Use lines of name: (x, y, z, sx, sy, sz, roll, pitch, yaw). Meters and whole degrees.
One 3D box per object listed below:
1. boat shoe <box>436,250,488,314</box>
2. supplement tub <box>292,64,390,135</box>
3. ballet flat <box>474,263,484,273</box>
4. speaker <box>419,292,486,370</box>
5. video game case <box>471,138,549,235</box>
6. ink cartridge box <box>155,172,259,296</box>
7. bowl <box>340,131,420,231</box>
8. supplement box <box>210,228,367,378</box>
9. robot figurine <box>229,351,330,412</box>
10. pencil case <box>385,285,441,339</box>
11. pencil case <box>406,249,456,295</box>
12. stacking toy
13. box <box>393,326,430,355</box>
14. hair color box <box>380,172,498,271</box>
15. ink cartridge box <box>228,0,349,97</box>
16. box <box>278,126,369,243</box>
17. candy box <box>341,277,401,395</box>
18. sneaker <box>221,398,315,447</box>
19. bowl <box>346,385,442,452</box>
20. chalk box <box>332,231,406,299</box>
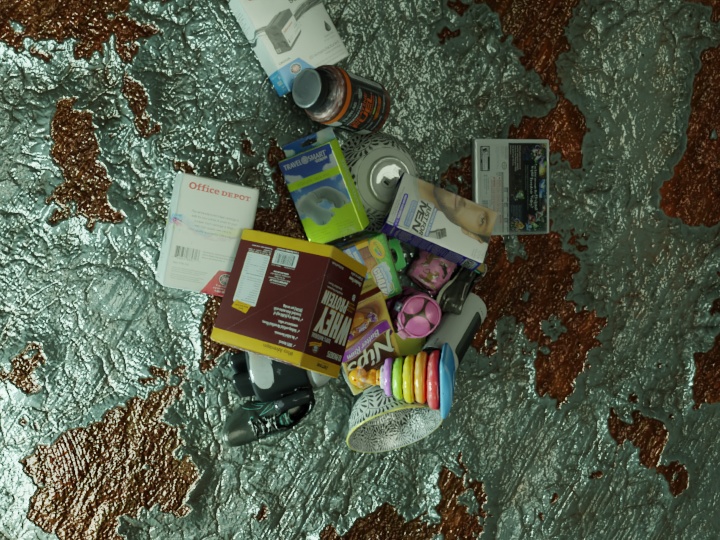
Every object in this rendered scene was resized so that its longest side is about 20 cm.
boat shoe: (0.223, 0.022, 1.653, 0.056, 0.068, 0.200, 26, 49, 21)
supplement tub: (-0.038, -0.320, 1.510, 0.198, 0.106, 0.109, 2, 94, -52)
ballet flat: (0.177, -0.075, 1.579, 0.199, 0.069, 0.063, 38, 101, -1)
speaker: (0.187, 0.128, 1.623, 0.082, 0.080, 0.200, 56, 40, -14)
video game case: (0.321, -0.178, 1.727, 0.178, 0.023, 0.204, -2, 94, -18)
ink cartridge box: (-0.281, -0.065, 1.472, 0.143, 0.144, 0.204, 12, 91, -19)
bowl: (0.045, -0.177, 1.599, 0.197, 0.094, 0.205, -2, 95, -18)
supplement box: (-0.121, 0.057, 1.398, 0.132, 0.194, 0.204, 30, 74, -59)
robot figurine: (-0.146, 0.178, 1.536, 0.196, 0.125, 0.153, -15, 94, 0)
pencil case: (0.092, 0.081, 1.579, 0.090, 0.200, 0.094, 35, 89, -6)
pencil case: (0.175, -0.048, 1.655, 0.082, 0.086, 0.202, 35, 85, -24)
stacking toy: (0.075, 0.200, 1.496, 0.196, 0.110, 0.118, 0, 110, 10)
box: (0.039, 0.144, 1.631, 0.196, 0.075, 0.051, 1, 96, -19)
hair color box: (0.148, -0.091, 1.522, 0.197, 0.065, 0.111, 22, 73, -6)
ink cartridge box: (-0.135, -0.456, 1.524, 0.144, 0.084, 0.202, -33, 103, -13)
box: (-0.074, -0.159, 1.556, 0.120, 0.048, 0.203, -17, 102, 23)
candy box: (0.005, 0.127, 1.521, 0.115, 0.057, 0.202, -25, 127, -9)
sneaker: (-0.177, 0.284, 1.568, 0.198, 0.079, 0.076, -27, 102, -13)
bowl: (0.059, 0.276, 1.608, 0.197, 0.202, 0.095, -4, 56, -18)
chalk box: (0.000, 0.000, 1.580, 0.197, 0.124, 0.126, -22, 100, -15)
